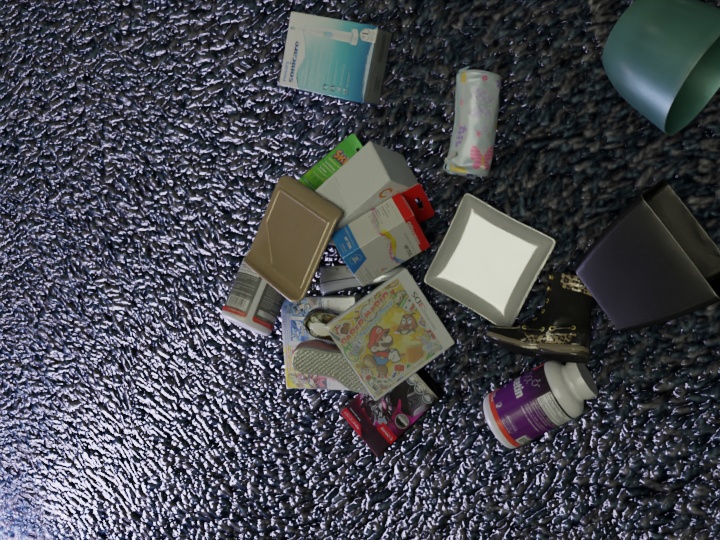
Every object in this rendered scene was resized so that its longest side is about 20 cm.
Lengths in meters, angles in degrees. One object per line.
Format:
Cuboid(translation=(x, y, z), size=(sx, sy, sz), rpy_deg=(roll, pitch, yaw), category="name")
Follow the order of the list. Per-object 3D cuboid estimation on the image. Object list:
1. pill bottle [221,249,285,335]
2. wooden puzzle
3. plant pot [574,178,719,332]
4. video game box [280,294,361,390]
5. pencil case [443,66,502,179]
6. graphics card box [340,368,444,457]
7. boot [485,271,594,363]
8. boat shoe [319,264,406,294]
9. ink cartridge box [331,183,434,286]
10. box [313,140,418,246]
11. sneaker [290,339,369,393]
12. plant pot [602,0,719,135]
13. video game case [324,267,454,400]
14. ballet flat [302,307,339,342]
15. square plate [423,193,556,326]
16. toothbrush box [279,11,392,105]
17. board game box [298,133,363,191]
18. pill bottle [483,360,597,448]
Cuboid(translation=(-0.206, 0.025, 1.574), size=(0.114, 0.116, 0.202), rpy_deg=(18, 79, 20), category="pill bottle")
Cuboid(translation=(-0.132, -0.063, 1.466), size=(0.184, 0.037, 0.202), rpy_deg=(35, 103, 36), category="wooden puzzle")
Cuboid(translation=(0.485, -0.010, 1.260), size=(0.177, 0.199, 0.201), rpy_deg=(-41, 80, 33), category="plant pot")
Cuboid(translation=(-0.080, 0.155, 1.601), size=(0.179, 0.047, 0.203), rpy_deg=(-1, 96, 21), category="video game box")
Cuboid(translation=(0.211, -0.275, 1.399), size=(0.089, 0.083, 0.203), rpy_deg=(8, 99, 0), category="pencil case")
Cuboid(translation=(0.065, 0.276, 1.549), size=(0.126, 0.051, 0.200), rpy_deg=(48, 110, 12), category="graphics card box")
Cuboid(translation=(0.339, 0.082, 1.374), size=(0.198, 0.073, 0.153), rpy_deg=(6, 72, 40), category="boot")
Cuboid(translation=(0.000, 0.000, 1.530), size=(0.197, 0.073, 0.068), rpy_deg=(-11, 85, 19), category="boat shoe")
Cuboid(translation=(0.057, -0.068, 1.441), size=(0.198, 0.116, 0.068), rpy_deg=(-31, 54, 5), category="ink cartridge box")
Cuboid(translation=(0.001, -0.143, 1.469), size=(0.199, 0.124, 0.098), rpy_deg=(-38, 64, 25), category="box")
Cuboid(translation=(-0.047, 0.191, 1.535), size=(0.197, 0.105, 0.076), rpy_deg=(17, 94, -7), category="sneaker")
Cuboid(translation=(0.495, -0.351, 1.210), size=(0.161, 0.200, 0.202), rpy_deg=(42, 111, 26), category="plant pot")
Cuboid(translation=(0.059, 0.127, 1.475), size=(0.199, 0.023, 0.183), rpy_deg=(-35, 97, -2), category="video game case")
Cuboid(translation=(-0.030, 0.127, 1.517), size=(0.197, 0.072, 0.073), rpy_deg=(13, 101, 18), category="ballet flat")
Cuboid(translation=(0.248, -0.018, 1.445), size=(0.198, 0.028, 0.200), rpy_deg=(31, 108, 18), category="square plate")
Cuboid(translation=(-0.051, -0.425, 1.495), size=(0.197, 0.085, 0.149), rpy_deg=(16, 103, 21), category="toothbrush box")
Cuboid(translation=(-0.058, -0.188, 1.560), size=(0.199, 0.030, 0.096), rpy_deg=(-38, 82, 26), category="board game box")
Cuboid(translation=(0.336, 0.243, 1.392), size=(0.199, 0.112, 0.113), rpy_deg=(-34, 83, 23), category="pill bottle")
